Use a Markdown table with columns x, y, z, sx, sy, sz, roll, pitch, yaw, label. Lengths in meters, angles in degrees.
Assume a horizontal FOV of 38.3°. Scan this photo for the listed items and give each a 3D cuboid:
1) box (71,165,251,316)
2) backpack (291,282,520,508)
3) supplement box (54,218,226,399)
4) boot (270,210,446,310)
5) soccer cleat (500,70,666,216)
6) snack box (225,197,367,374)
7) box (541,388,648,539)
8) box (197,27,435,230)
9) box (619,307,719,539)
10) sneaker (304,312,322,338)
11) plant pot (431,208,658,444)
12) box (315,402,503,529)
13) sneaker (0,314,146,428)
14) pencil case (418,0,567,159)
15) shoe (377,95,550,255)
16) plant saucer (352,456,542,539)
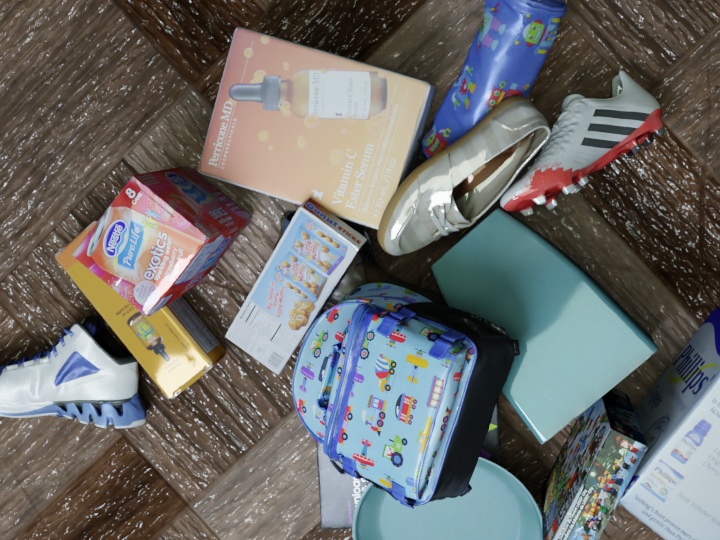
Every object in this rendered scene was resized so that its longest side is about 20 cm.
| x | y | z | sx | sy | sz | roll | pitch | yaw | label |
| --- | --- | --- | --- | --- | --- | --- | --- | --- | --- |
| -0.192 | -0.036 | 1.039 | 0.095 | 0.200 | 0.100 | 40 | 100 | -1 | box |
| 0.020 | 0.103 | 0.964 | 0.200 | 0.135 | 0.183 | 25 | 102 | 31 | backpack |
| -0.236 | 0.038 | 1.124 | 0.067 | 0.069 | 0.200 | -38 | 89 | 11 | supplement box |
| 0.000 | 0.000 | 1.071 | 0.200 | 0.075 | 0.097 | 9 | 120 | 7 | boot |
| 0.209 | -0.125 | 1.023 | 0.200 | 0.069 | 0.085 | -32 | 82 | -14 | soccer cleat |
| -0.069 | 0.021 | 1.054 | 0.072 | 0.024 | 0.200 | 36 | 127 | 4 | snack box |
| 0.223 | 0.195 | 1.013 | 0.038 | 0.200 | 0.137 | 26 | 99 | 6 | box |
| -0.041 | -0.143 | 1.053 | 0.200 | 0.106 | 0.152 | 17 | 99 | 5 | box |
| 0.340 | 0.151 | 1.002 | 0.105 | 0.184 | 0.200 | 37 | 100 | 3 | box |
| 0.036 | 0.087 | 1.098 | 0.200 | 0.074 | 0.116 | 39 | 68 | 22 | sneaker |
| 0.172 | 0.042 | 1.035 | 0.141 | 0.141 | 0.200 | -42 | 83 | 10 | plant pot |
| 0.052 | 0.207 | 1.122 | 0.200 | 0.036 | 0.143 | -3 | 97 | 9 | box |
| -0.329 | 0.103 | 1.144 | 0.199 | 0.081 | 0.115 | 6 | 94 | 0 | sneaker |
| 0.128 | -0.186 | 1.017 | 0.078 | 0.087 | 0.200 | 8 | 122 | -25 | pencil case |
| 0.097 | -0.083 | 0.984 | 0.200 | 0.070 | 0.053 | -44 | 46 | 8 | shoe |
| 0.092 | 0.271 | 1.089 | 0.200 | 0.036 | 0.200 | 2 | 109 | 7 | plant saucer |
